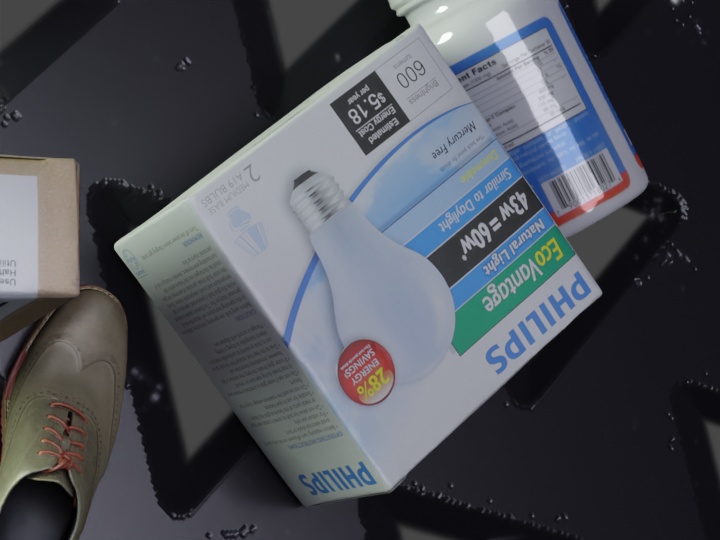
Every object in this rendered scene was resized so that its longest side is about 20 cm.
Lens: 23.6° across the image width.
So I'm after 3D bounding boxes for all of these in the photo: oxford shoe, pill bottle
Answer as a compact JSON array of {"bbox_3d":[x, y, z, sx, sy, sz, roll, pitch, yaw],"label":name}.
[{"bbox_3d":[-0.164,0.101,0.954,0.070,0.075,0.202,20,72,-22],"label":"oxford shoe"},{"bbox_3d":[0.093,-0.118,1.105,0.112,0.112,0.201,-29,94,-28],"label":"pill bottle"}]

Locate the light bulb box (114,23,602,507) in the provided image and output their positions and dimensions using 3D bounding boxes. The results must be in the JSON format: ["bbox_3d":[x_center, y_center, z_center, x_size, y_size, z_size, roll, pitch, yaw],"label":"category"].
[{"bbox_3d":[0.000,0.000,1.029,0.198,0.125,0.201,-40,98,-27],"label":"light bulb box"}]

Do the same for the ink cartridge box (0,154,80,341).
[{"bbox_3d":[-0.259,-0.009,0.876,0.199,0.165,0.076,2,79,-26],"label":"ink cartridge box"}]
